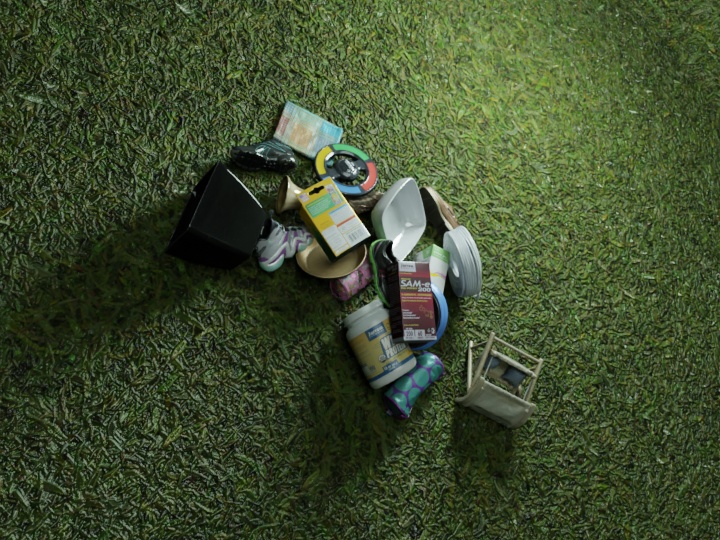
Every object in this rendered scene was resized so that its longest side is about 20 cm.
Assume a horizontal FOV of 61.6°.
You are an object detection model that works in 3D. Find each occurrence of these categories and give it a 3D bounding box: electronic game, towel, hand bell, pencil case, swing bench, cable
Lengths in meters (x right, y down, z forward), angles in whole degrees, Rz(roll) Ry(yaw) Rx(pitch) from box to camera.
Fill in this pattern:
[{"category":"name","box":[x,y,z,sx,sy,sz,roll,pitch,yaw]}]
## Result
[{"category":"electronic game","box":[-0.042,-0.293,1.757,0.193,0.042,0.205,10,53,-13]},{"category":"towel","box":[-0.154,-0.407,1.807,0.195,0.022,0.151,24,63,-16]},{"category":"hand bell","box":[-0.132,-0.190,1.701,0.194,0.104,0.108,13,67,-25]},{"category":"pencil case","box":[0.147,0.314,1.659,0.093,0.085,0.199,49,59,-1]},{"category":"pencil case","box":[0.000,0.000,1.701,0.198,0.083,0.088,-36,88,-30]},{"category":"swing bench","box":[0.404,0.323,1.750,0.195,0.129,0.205,26,63,-15]},{"category":"cable","box":[0.298,-0.024,1.788,0.067,0.202,0.204,-14,58,-5]}]

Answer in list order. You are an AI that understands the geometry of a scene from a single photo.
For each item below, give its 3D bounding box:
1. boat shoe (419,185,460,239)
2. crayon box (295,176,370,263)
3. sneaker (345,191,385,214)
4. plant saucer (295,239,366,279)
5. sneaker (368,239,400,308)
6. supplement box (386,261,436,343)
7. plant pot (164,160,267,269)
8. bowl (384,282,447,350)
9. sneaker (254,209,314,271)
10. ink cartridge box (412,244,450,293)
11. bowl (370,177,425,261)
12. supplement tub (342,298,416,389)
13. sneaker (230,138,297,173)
[{"category":"boat shoe","box":[0.252,-0.181,1.896,0.067,0.071,0.204,-35,98,-34]},{"category":"crayon box","box":[-0.079,-0.138,1.636,0.124,0.052,0.203,-30,81,-28]},{"category":"sneaker","box":[0.001,-0.197,1.791,0.193,0.070,0.078,7,86,-17]},{"category":"plant saucer","box":[-0.080,-0.038,1.660,0.193,0.036,0.204,-2,43,1]},{"category":"sneaker","box":[0.081,0.011,1.635,0.076,0.082,0.206,-2,74,-59]},{"category":"supplement box","box":[0.133,0.083,1.574,0.106,0.060,0.207,2,76,-29]},{"category":"plant pot","box":[-0.351,-0.117,1.523,0.175,0.198,0.205,29,62,-24]},{"category":"bowl","box":[0.143,0.120,1.669,0.039,0.197,0.206,-4,69,-63]},{"category":"sneaker","box":[-0.206,-0.107,1.611,0.199,0.076,0.143,-42,129,-31]},{"category":"ink cartridge box","box":[0.189,0.042,1.753,0.066,0.117,0.205,23,63,-19]},{"category":"bowl","box":[0.105,-0.151,1.770,0.201,0.073,0.203,-50,137,-30]},{"category":"supplement tub","box":[0.048,0.195,1.619,0.142,0.144,0.204,-25,84,-29]},{"category":"sneaker","box":[-0.275,-0.327,1.704,0.195,0.075,0.081,4,59,-32]}]
